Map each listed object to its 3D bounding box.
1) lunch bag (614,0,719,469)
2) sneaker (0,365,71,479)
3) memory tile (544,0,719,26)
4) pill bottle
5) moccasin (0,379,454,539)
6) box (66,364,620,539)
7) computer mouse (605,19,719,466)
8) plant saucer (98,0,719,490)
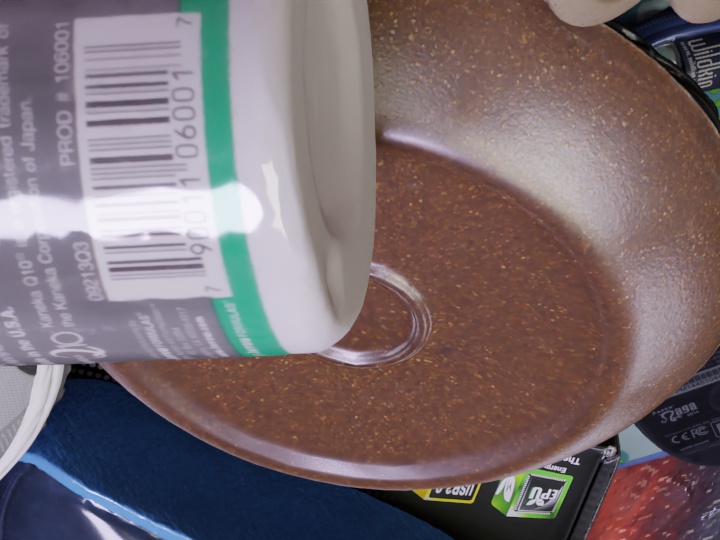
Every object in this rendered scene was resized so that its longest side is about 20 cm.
[{"bbox_3d":[0.106,-0.030,0.936,0.161,0.082,0.200,-12,138,-27],"label":"lunch bag"},{"bbox_3d":[-0.137,0.053,0.797,0.079,0.074,0.200,-38,156,-56],"label":"sneaker"},{"bbox_3d":[0.127,-0.124,0.722,0.200,0.017,0.153,-8,133,-50],"label":"memory tile"},{"bbox_3d":[-0.102,-0.033,0.672,0.200,0.113,0.113,-2,141,10],"label":"pill bottle"},{"bbox_3d":[-0.020,0.100,0.869,0.200,0.080,0.068,33,125,-5],"label":"moccasin"},{"bbox_3d":[-0.043,0.092,0.928,0.200,0.048,0.193,14,125,-10],"label":"box"},{"bbox_3d":[0.087,-0.009,0.859,0.059,0.034,0.200,-18,138,9],"label":"computer mouse"},{"bbox_3d":[0.000,0.000,0.778,0.200,0.037,0.201,7,140,6],"label":"plant saucer"}]
